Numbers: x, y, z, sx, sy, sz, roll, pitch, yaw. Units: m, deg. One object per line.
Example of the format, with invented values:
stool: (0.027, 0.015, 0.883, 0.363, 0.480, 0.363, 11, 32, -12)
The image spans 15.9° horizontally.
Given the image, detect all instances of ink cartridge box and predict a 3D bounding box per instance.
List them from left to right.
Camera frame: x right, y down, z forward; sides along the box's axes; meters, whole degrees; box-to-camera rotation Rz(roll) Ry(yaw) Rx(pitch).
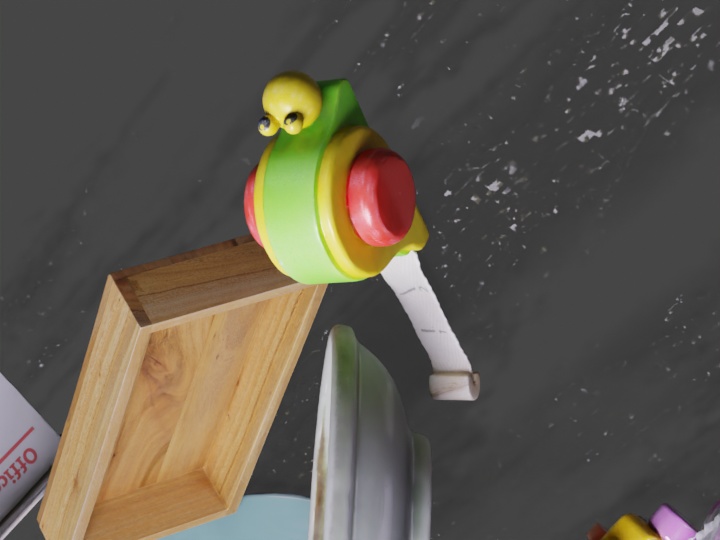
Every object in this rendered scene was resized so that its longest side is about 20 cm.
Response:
ink cartridge box: (-0.228, 0.124, 1.329, 0.068, 0.116, 0.200, 47, 136, -7)

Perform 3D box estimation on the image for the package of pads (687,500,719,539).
package of pads: (0.249, 0.131, 1.112, 0.200, 0.076, 0.121, 25, 142, 4)

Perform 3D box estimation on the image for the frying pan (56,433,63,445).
frying pan: (-0.075, 0.156, 1.353, 0.115, 0.031, 0.190, -7, 130, 31)

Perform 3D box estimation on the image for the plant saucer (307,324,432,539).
plant saucer: (0.003, 0.125, 1.162, 0.050, 0.200, 0.200, 4, 137, -3)

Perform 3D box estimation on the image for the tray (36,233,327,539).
tray: (-0.087, 0.061, 1.208, 0.037, 0.099, 0.200, 57, 147, 28)

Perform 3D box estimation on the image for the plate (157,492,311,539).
plate: (-0.033, 0.205, 1.333, 0.200, 0.026, 0.200, 8, 119, 14)

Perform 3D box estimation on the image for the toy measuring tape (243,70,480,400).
toy measuring tape: (0.000, 0.000, 1.119, 0.074, 0.074, 0.200, -2, 130, 30)

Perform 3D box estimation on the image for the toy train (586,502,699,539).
toy train: (0.092, 0.175, 1.213, 0.056, 0.150, 0.200, 45, 160, 42)
